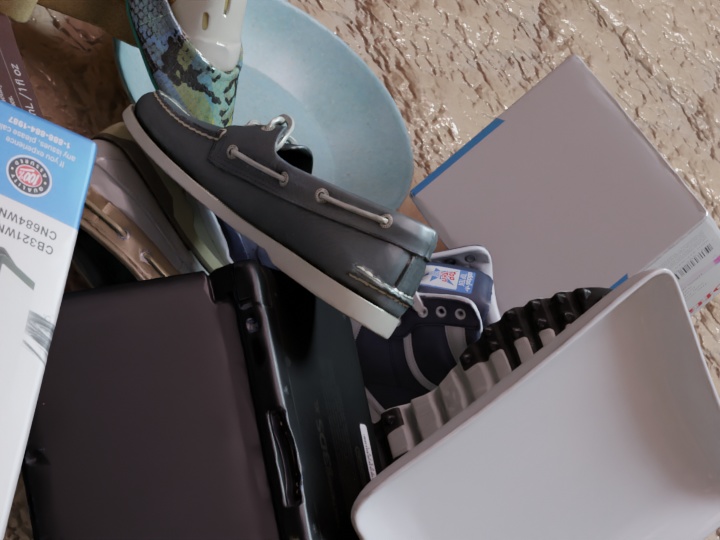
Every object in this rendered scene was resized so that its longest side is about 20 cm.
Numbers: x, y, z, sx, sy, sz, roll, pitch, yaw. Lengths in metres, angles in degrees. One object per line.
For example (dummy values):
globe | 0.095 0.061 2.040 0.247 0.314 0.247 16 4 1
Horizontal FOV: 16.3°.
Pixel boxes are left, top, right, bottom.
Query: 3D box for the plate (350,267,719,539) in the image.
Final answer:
plate | 0.096 0.111 1.271 0.032 0.199 0.200 44 -13 44

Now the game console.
game console | -0.070 0.108 1.227 0.176 0.116 0.201 20 56 -65

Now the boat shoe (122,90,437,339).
boat shoe | -0.040 -0.043 1.260 0.200 0.062 0.073 39 6 33

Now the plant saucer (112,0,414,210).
plant saucer | -0.063 -0.089 1.473 0.200 0.039 0.202 22 40 -20

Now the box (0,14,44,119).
box | -0.257 -0.084 1.243 0.199 0.075 0.101 4 52 -42

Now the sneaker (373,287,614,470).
sneaker | 0.081 0.081 1.337 0.090 0.200 0.067 36 27 -39

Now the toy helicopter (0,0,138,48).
toy helicopter | -0.194 -0.167 1.378 0.199 0.079 0.132 19 19 -36

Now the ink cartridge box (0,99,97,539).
ink cartridge box | -0.214 0.017 1.114 0.145 0.084 0.201 23 62 -28

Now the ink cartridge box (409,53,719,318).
ink cartridge box | 0.133 -0.019 1.490 0.125 0.128 0.200 52 5 17

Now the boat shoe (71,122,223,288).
boat shoe | -0.101 0.023 1.310 0.068 0.075 0.201 -31 83 -32

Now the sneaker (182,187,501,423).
sneaker | 0.000 0.000 1.359 0.200 0.108 0.070 48 29 -24

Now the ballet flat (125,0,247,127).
ballet flat | -0.098 -0.169 1.372 0.074 0.074 0.201 -30 101 -55
